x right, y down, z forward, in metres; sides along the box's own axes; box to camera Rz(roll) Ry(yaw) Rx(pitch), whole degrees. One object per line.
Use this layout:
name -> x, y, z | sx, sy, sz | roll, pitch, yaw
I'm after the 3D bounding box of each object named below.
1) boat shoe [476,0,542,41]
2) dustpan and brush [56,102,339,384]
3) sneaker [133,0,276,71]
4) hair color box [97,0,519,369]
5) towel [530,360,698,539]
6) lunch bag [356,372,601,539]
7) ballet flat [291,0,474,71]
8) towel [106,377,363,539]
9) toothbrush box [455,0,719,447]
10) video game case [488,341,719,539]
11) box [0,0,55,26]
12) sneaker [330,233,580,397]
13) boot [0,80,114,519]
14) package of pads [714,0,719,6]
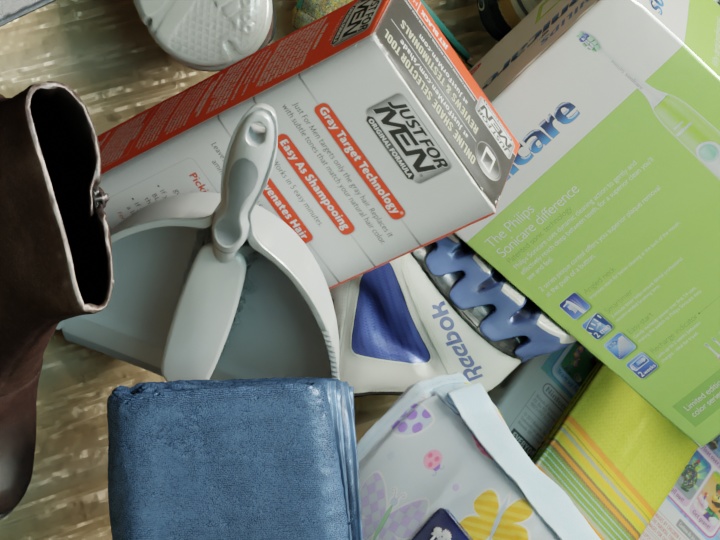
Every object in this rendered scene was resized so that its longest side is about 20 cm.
boat shoe -> 0.105, -0.203, 1.266 | 0.075, 0.062, 0.200 | 27, 64, -23
dustpan and brush -> -0.060, -0.005, 1.054 | 0.139, 0.200, 0.057 | 21, 37, 2
sneaker -> -0.099, -0.182, 1.147 | 0.077, 0.082, 0.200 | -24, 86, 11
hair color box -> -0.040, -0.041, 1.099 | 0.102, 0.200, 0.061 | 54, 31, -20
towel -> 0.144, 0.084, 1.291 | 0.086, 0.018, 0.200 | 49, 66, -27
lunch bag -> 0.050, 0.169, 1.128 | 0.127, 0.170, 0.200 | -11, 135, -31
ballet flat -> 0.042, -0.087, 1.232 | 0.200, 0.071, 0.071 | 41, 71, -26
towel -> -0.053, 0.144, 1.073 | 0.112, 0.049, 0.200 | -2, 101, 9
toothbrush box -> 0.144, -0.038, 1.144 | 0.200, 0.146, 0.086 | 40, 28, -13
video game case -> 0.162, 0.094, 1.324 | 0.200, 0.024, 0.182 | 46, 68, -22
box -> -0.175, -0.158, 1.014 | 0.148, 0.200, 0.107 | -31, 105, -28
sneaker -> 0.001, 0.001, 1.183 | 0.199, 0.081, 0.115 | 43, 112, 2
boot -> -0.155, 0.019, 1.046 | 0.072, 0.166, 0.200 | -12, 97, -30
package of pads -> 0.173, -0.186, 1.241 | 0.200, 0.068, 0.155 | 41, 62, -72
